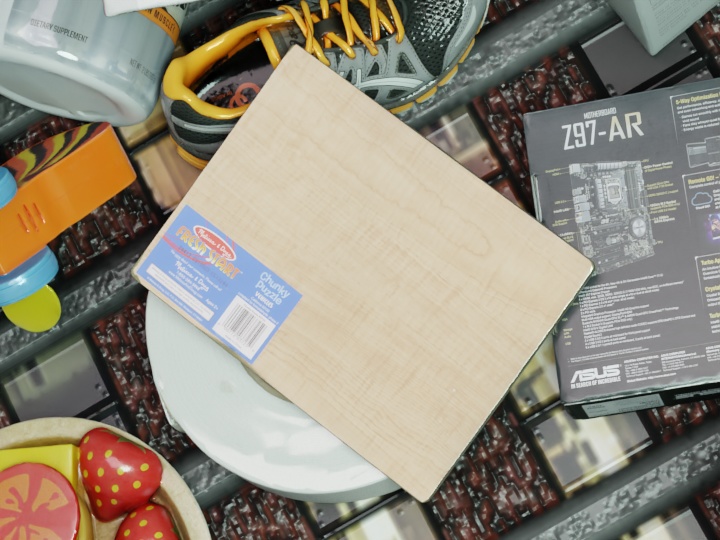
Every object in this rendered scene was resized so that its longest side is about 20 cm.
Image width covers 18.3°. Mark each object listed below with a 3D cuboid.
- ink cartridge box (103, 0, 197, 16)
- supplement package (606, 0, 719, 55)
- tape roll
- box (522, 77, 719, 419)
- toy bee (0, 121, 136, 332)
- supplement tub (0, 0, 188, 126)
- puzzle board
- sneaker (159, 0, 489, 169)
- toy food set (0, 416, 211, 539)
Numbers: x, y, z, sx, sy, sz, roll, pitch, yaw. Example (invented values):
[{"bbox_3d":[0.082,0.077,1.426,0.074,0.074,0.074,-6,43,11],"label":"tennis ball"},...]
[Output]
[{"bbox_3d":[-0.060,-0.244,1.180,0.175,0.045,0.202,-8,90,11],"label":"ink cartridge box"},{"bbox_3d":[0.147,-0.217,1.136,0.117,0.200,0.117,-38,70,1],"label":"supplement package"},{"bbox_3d":[-0.017,0.024,1.199,0.201,0.037,0.205,-3,75,13],"label":"tape roll"},{"bbox_3d":[0.192,-0.018,1.155,0.198,0.044,0.162,-10,73,11],"label":"box"},{"bbox_3d":[-0.222,-0.021,1.214,0.108,0.199,0.132,-1,101,44],"label":"toy bee"},{"bbox_3d":[-0.145,-0.192,1.243,0.121,0.123,0.202,13,79,16],"label":"supplement tub"},{"bbox_3d":[0.000,0.000,1.160,0.199,0.017,0.151,37,91,12],"label":"puzzle board"},{"bbox_3d":[-0.020,-0.119,1.217,0.199,0.077,0.079,-29,69,3],"label":"sneaker"},{"bbox_3d":[-0.172,0.176,1.190,0.196,0.049,0.202,-6,74,12],"label":"toy food set"}]
